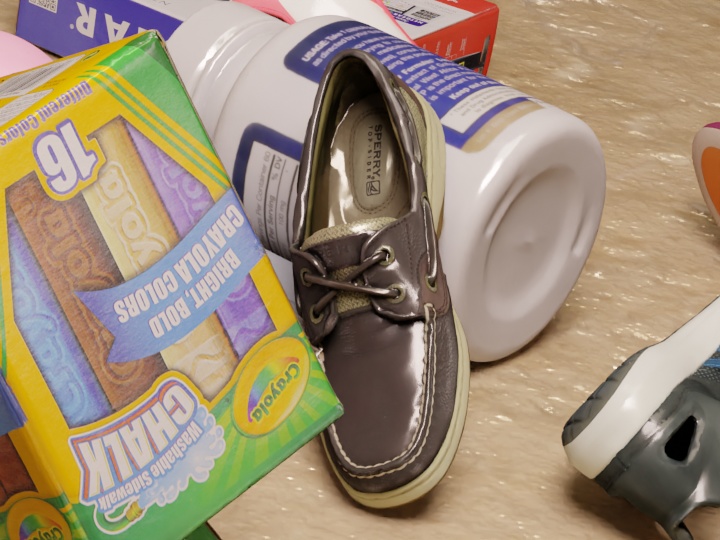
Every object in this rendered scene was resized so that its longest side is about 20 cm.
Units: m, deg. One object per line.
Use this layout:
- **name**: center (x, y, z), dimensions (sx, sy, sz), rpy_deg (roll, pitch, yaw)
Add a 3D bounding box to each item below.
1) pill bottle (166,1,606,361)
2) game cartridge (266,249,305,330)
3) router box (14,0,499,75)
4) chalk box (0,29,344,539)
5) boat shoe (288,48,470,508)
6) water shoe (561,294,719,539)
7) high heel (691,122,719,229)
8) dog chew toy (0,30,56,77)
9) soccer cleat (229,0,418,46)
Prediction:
- **pill bottle**: center (0.001, -0.049, 1.309), dimensions (0.200, 0.120, 0.120), rpy_deg (27, 30, 31)
- **game cartridge**: center (-0.098, 0.027, 1.211), dimensions (0.133, 0.042, 0.200), rpy_deg (22, 27, 33)
- **router box**: center (-0.055, -0.136, 1.554), dimensions (0.200, 0.049, 0.179), rpy_deg (23, 28, 26)
- **chalk box**: center (-0.103, 0.037, 1.008), dimensions (0.124, 0.200, 0.124), rpy_deg (-35, 16, -37)
- **boat shoe**: center (0.000, 0.000, 1.172), dimensions (0.073, 0.065, 0.200), rpy_deg (-17, 55, 18)
- **water shoe**: center (0.153, 0.064, 1.216), dimensions (0.079, 0.072, 0.200), rpy_deg (47, 33, 10)
- **high heel**: center (0.253, -0.019, 1.394), dimensions (0.096, 0.067, 0.200), rpy_deg (-20, 42, -32)
- **dog chew toy**: center (-0.167, -0.046, 1.165), dimensions (0.124, 0.125, 0.200), rpy_deg (31, 24, 37)
- **soccer cleat**: center (0.017, -0.079, 1.406), dimensions (0.076, 0.067, 0.200), rpy_deg (-39, 83, -14)
